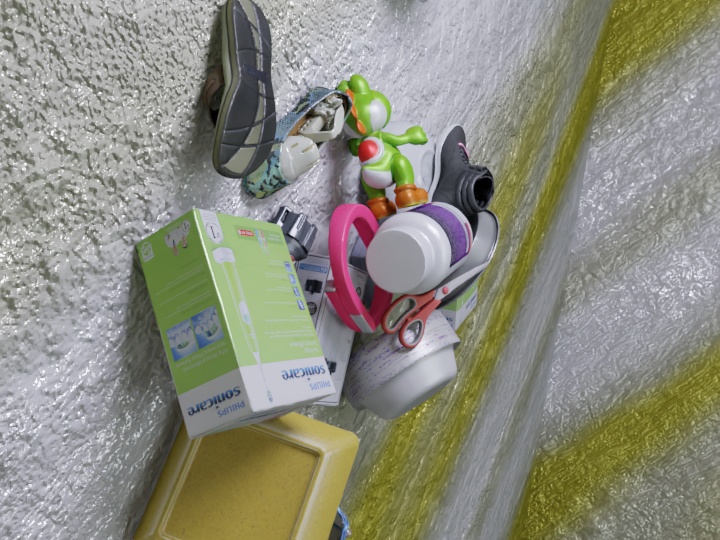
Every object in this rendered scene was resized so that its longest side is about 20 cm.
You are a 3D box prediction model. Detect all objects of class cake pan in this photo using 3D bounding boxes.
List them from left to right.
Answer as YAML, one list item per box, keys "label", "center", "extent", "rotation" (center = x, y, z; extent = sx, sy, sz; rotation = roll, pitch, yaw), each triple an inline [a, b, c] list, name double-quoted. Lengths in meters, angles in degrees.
- label: "cake pan"
  center: [0.141, -0.028, 1.112]
  extent: [0.037, 0.200, 0.201]
  rotation: [36, 62, -23]

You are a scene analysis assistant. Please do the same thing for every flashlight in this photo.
- label: "flashlight"
  center: [-0.110, 0.023, 0.828]
  extent: [0.068, 0.068, 0.201]
  rotation: [106, 7, -62]

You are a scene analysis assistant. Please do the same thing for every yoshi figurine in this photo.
- label: "yoshi figurine"
  center: [0.030, -0.180, 0.967]
  extent: [0.112, 0.112, 0.201]
  rotation: [169, -99, -76]

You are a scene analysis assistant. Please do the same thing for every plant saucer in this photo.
- label: "plant saucer"
  center: [-0.123, 0.238, 0.721]
  extent: [0.048, 0.199, 0.201]
  rotation: [94, 15, -71]

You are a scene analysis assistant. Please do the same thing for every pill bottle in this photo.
- label: "pill bottle"
  center: [0.081, -0.030, 0.939]
  extent: [0.200, 0.111, 0.112]
  rotation: [-27, 123, -65]

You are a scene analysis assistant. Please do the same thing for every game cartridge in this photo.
- label: "game cartridge"
  center: [0.049, -0.048, 1.145]
  extent: [0.200, 0.041, 0.134]
  rotation: [-56, 149, -39]

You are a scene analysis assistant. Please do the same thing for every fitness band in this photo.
- label: "fitness band"
  center: [0.000, 0.000, 0.935]
  extent: [0.200, 0.037, 0.144]
  rotation: [62, 35, -48]

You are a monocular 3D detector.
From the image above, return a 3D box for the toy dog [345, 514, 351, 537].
- label: "toy dog"
  center: [-0.059, 0.412, 1.023]
  extent: [0.200, 0.096, 0.133]
  rotation: [-29, 125, -57]

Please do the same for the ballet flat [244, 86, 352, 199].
- label: "ballet flat"
  center: [-0.069, -0.163, 0.838]
  extent: [0.201, 0.074, 0.074]
  rotation: [-61, 148, -32]

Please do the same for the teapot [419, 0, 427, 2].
- label: "teapot"
  center: [0.114, -0.535, 0.993]
  extent: [0.197, 0.146, 0.200]
  rotation: [36, 95, -34]

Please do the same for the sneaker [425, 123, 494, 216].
- label: "sneaker"
  center: [0.169, -0.157, 1.074]
  extent: [0.071, 0.099, 0.201]
  rotation: [44, 50, -41]

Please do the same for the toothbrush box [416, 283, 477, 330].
- label: "toothbrush box"
  center: [0.176, -0.006, 1.324]
  extent: [0.146, 0.086, 0.201]
  rotation: [-37, 132, -58]

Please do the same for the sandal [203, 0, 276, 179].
- label: "sandal"
  center: [-0.133, -0.192, 0.725]
  extent: [0.080, 0.057, 0.202]
  rotation: [22, 64, -57]

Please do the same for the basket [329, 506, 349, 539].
- label: "basket"
  center: [-0.099, 0.328, 0.832]
  extent: [0.140, 0.176, 0.200]
  rotation: [-61, 159, -25]

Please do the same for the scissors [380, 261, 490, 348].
- label: "scissors"
  center: [0.111, 0.030, 0.985]
  extent: [0.200, 0.014, 0.073]
  rotation: [-44, 107, -16]

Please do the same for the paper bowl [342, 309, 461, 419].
- label: "paper bowl"
  center: [0.070, 0.158, 1.066]
  extent: [0.200, 0.105, 0.201]
  rotation: [-31, 163, -11]

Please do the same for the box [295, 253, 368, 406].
- label: "box"
  center: [-0.058, 0.085, 0.952]
  extent: [0.117, 0.060, 0.201]
  rotation: [22, 79, -63]

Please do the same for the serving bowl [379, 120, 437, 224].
- label: "serving bowl"
  center: [0.090, -0.148, 1.101]
  extent: [0.200, 0.066, 0.201]
  rotation: [11, 77, -54]

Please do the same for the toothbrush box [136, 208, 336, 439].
- label: "toothbrush box"
  center: [-0.123, 0.051, 0.687]
  extent: [0.145, 0.086, 0.201]
  rotation: [4, 61, -62]
